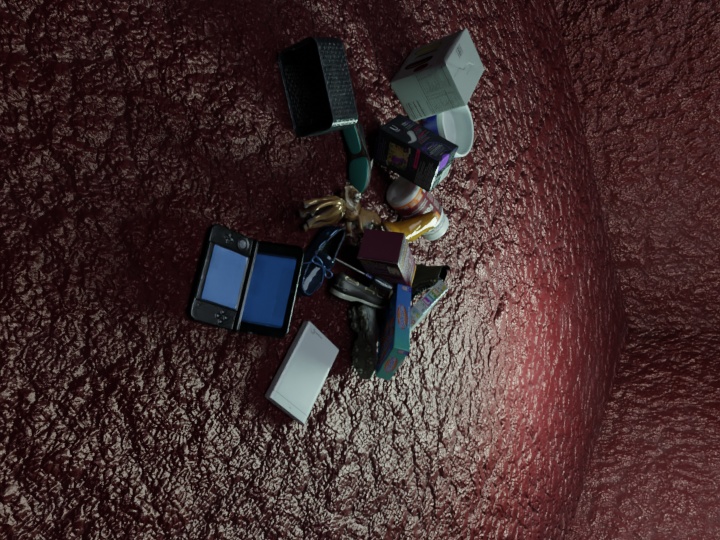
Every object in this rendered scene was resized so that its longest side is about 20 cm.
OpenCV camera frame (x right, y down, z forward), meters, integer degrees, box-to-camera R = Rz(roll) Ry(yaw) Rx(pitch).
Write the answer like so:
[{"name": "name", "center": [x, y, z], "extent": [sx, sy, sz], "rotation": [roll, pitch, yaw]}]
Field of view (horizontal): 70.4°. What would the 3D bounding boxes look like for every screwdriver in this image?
[{"name": "screwdriver", "center": [0.000, 0.000, 1.315], "extent": [0.199, 0.029, 0.028], "rotation": [33, 19, -15]}]

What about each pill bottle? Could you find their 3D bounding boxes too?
[{"name": "pill bottle", "center": [0.174, -0.183, 1.517], "extent": [0.200, 0.113, 0.115], "rotation": [41, 59, -39]}]

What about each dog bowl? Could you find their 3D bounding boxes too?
[{"name": "dog bowl", "center": [0.294, -0.475, 1.696], "extent": [0.199, 0.078, 0.203], "rotation": [3, 86, -48]}]

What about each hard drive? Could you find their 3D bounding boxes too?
[{"name": "hard drive", "center": [-0.134, 0.241, 1.211], "extent": [0.132, 0.026, 0.201], "rotation": [49, 53, -35]}]

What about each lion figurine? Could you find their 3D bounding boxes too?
[{"name": "lion figurine", "center": [0.007, -0.141, 1.370], "extent": [0.200, 0.072, 0.124], "rotation": [29, 54, -59]}, {"name": "lion figurine", "center": [-0.077, -0.141, 1.192], "extent": [0.121, 0.200, 0.073], "rotation": [-18, 98, -11]}]

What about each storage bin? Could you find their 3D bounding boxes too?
[{"name": "storage bin", "center": [-0.098, -0.428, 1.200], "extent": [0.093, 0.134, 0.202], "rotation": [-25, 107, -46]}]

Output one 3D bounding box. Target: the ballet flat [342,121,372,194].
[{"name": "ballet flat", "center": [0.001, -0.304, 1.365], "extent": [0.068, 0.067, 0.203], "rotation": [-18, 102, -60]}]

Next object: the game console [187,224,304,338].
[{"name": "game console", "center": [-0.230, 0.021, 1.044], "extent": [0.175, 0.116, 0.202], "rotation": [26, 69, -45]}]

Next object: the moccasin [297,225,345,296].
[{"name": "moccasin", "center": [-0.097, -0.031, 1.234], "extent": [0.080, 0.068, 0.202], "rotation": [40, 60, -40]}]

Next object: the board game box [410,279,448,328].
[{"name": "board game box", "center": [0.158, 0.125, 1.432], "extent": [0.034, 0.201, 0.134], "rotation": [42, 51, 10]}]

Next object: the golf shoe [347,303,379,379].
[{"name": "golf shoe", "center": [0.026, 0.187, 1.364], "extent": [0.097, 0.078, 0.203], "rotation": [-5, 93, -55]}]

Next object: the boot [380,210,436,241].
[{"name": "boot", "center": [0.137, -0.125, 1.396], "extent": [0.071, 0.143, 0.201], "rotation": [63, 7, 11]}]

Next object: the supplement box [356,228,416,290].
[{"name": "supplement box", "center": [0.073, -0.023, 1.346], "extent": [0.200, 0.109, 0.087], "rotation": [59, 43, -62]}]

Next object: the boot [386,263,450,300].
[{"name": "boot", "center": [0.165, 0.053, 1.478], "extent": [0.078, 0.137, 0.201], "rotation": [50, 55, -35]}]

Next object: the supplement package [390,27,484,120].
[{"name": "supplement package", "center": [0.233, -0.586, 1.541], "extent": [0.147, 0.198, 0.192], "rotation": [52, 52, -33]}]

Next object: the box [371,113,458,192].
[{"name": "box", "center": [0.150, -0.329, 1.423], "extent": [0.122, 0.199, 0.107], "rotation": [-42, 159, -41]}]

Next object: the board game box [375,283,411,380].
[{"name": "board game box", "center": [0.087, 0.161, 1.337], "extent": [0.044, 0.153, 0.201], "rotation": [14, 47, -9]}]

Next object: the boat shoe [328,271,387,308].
[{"name": "boat shoe", "center": [0.007, 0.053, 1.338], "extent": [0.200, 0.071, 0.061], "rotation": [17, 97, -45]}]
